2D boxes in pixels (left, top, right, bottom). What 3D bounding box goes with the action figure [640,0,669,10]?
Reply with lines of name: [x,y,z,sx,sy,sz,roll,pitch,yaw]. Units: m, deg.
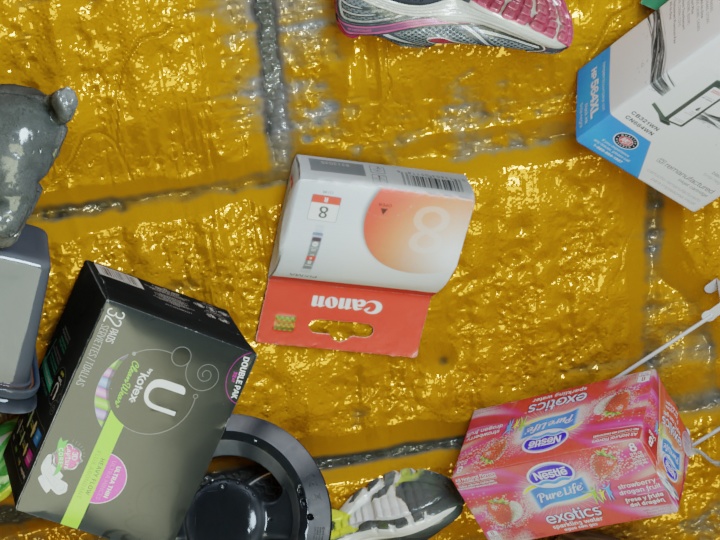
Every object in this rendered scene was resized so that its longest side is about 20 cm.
action figure: [0.345,-0.231,1.501,0.199,0.055,0.119,22,115,-27]

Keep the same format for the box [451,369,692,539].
box: [0.198,0.176,1.672,0.199,0.100,0.096,-15,120,30]

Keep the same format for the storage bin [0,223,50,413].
storage bin: [-0.353,0.024,1.505,0.198,0.146,0.135,13,111,-18]

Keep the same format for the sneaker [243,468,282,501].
sneaker: [-0.138,0.256,1.737,0.200,0.090,0.070,-46,115,-11]

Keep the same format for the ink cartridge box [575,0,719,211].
ink cartridge box: [0.296,-0.153,1.480,0.145,0.085,0.200,28,140,-24]

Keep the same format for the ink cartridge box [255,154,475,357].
ink cartridge box: [0.000,0.000,1.596,0.161,0.050,0.201,6,119,-13]

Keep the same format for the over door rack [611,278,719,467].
over door rack: [0.323,0.122,1.725,0.147,0.067,0.200,35,112,-29]

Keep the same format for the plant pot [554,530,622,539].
plant pot: [0.229,0.367,1.815,0.198,0.200,0.175,13,105,-18]

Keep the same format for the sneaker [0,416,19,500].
sneaker: [-0.383,0.179,1.634,0.199,0.074,0.084,-21,129,5]

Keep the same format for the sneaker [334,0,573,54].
sneaker: [0.077,-0.213,1.454,0.198,0.081,0.075,13,136,-9]

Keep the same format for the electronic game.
electronic game: [-0.124,0.233,1.663,0.199,0.201,0.042,-20,164,4]

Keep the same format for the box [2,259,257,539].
box: [-0.205,0.119,1.564,0.148,0.124,0.201,21,99,-22]

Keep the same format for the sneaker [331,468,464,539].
sneaker: [0.017,0.261,1.770,0.199,0.075,0.085,-22,131,16]

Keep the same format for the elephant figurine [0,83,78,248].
elephant figurine: [-0.343,-0.111,1.422,0.199,0.141,0.156,26,88,-8]
